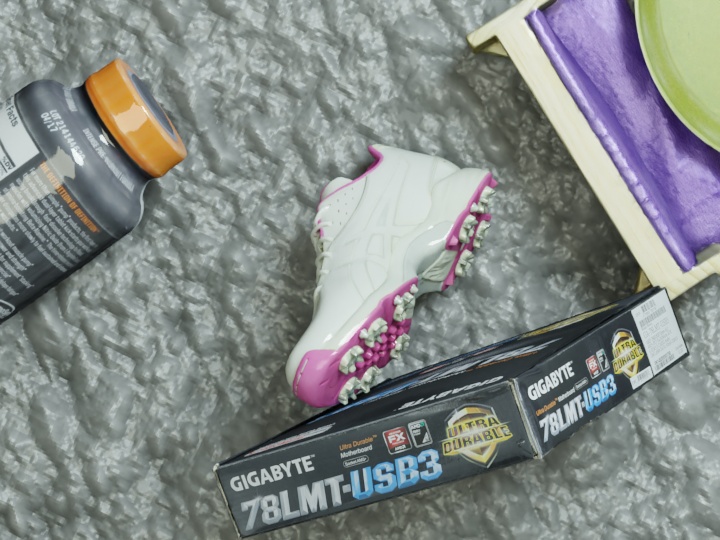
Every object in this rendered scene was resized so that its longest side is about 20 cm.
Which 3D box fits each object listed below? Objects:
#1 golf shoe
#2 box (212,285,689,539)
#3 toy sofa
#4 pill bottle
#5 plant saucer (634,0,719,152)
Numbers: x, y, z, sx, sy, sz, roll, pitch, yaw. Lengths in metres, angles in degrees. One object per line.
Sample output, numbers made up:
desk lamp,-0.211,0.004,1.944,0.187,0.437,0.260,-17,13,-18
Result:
golf shoe,0.000,0.000,1.311,0.091,0.200,0.076,28,137,14
box,0.053,0.077,1.250,0.199,0.198,0.050,-20,91,34
toy sofa,0.151,-0.080,1.326,0.097,0.083,0.201,-32,90,6
pill bottle,-0.200,-0.039,1.339,0.200,0.106,0.106,-34,90,5
plant saucer,0.252,-0.156,1.328,0.199,0.031,0.201,0,93,-7
